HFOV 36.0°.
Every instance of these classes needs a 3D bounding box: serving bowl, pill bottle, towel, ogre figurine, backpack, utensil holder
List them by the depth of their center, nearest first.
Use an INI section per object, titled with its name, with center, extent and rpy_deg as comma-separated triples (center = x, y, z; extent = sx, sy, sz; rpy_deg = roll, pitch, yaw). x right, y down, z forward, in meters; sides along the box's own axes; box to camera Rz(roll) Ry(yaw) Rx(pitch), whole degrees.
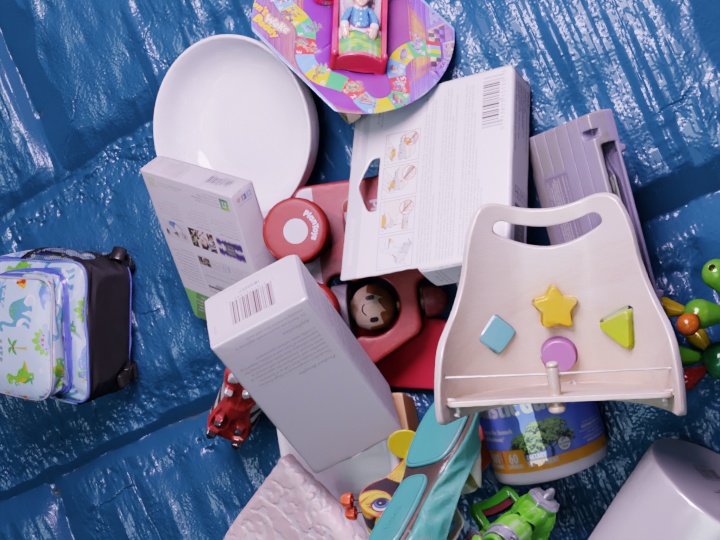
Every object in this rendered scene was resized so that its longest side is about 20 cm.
[utensil holder]
center = 0.278, 0.276, 0.982
extent = 0.170, 0.170, 0.200
rpy_deg = 34, 111, 20
[ogre figurine]
center = 0.122, 0.260, 1.004
extent = 0.098, 0.120, 0.200
rpy_deg = 33, 147, 38
[pill bottle]
center = 0.155, 0.091, 1.050
extent = 0.112, 0.112, 0.201
rpy_deg = -16, 91, 29
[towel]
center = -0.058, 0.322, 1.155
extent = 0.200, 0.032, 0.191
rpy_deg = 44, 116, 14
[serving bowl]
center = -0.123, -0.149, 1.188
extent = 0.200, 0.066, 0.201
rpy_deg = 5, 100, 28
[backpack]
center = -0.385, 0.063, 1.317
extent = 0.199, 0.147, 0.184
rpy_deg = 3, 97, 31

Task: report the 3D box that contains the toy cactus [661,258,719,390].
[toy cactus]
center = 0.355, 0.058, 0.957
extent = 0.200, 0.102, 0.165
rpy_deg = -36, 90, 19

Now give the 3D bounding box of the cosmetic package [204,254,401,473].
[cosmetic package]
center = -0.051, 0.091, 1.039
extent = 0.101, 0.074, 0.200
rpy_deg = -26, 128, 8

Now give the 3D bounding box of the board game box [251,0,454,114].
[board game box]
center = -0.006, -0.244, 1.064
extent = 0.200, 0.158, 0.039
rpy_deg = 45, 159, 13

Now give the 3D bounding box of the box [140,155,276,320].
[box]
center = -0.147, -0.018, 1.173
extent = 0.144, 0.036, 0.200
rpy_deg = 19, 135, 38

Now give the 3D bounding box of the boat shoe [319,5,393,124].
[boat shoe]
center = -0.034, -0.239, 1.127
extent = 0.068, 0.075, 0.200
rpy_deg = -32, 69, -3

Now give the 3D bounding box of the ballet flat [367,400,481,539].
[ballet flat]
center = 0.069, 0.192, 0.985
extent = 0.067, 0.200, 0.070
rpy_deg = -17, 122, 44

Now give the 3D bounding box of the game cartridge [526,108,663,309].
[game cartridge]
center = 0.211, -0.036, 1.003
extent = 0.038, 0.130, 0.201
rpy_deg = -15, 91, -13

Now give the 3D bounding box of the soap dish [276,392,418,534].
[soap dish]
center = 0.000, 0.227, 1.172
extent = 0.157, 0.081, 0.201
rpy_deg = -8, 94, 29

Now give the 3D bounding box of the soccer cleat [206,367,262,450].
[soccer cleat]
center = -0.114, 0.115, 1.185
extent = 0.068, 0.085, 0.200
rpy_deg = 24, 139, -7

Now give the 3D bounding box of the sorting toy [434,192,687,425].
[sorting toy]
center = 0.162, 0.029, 0.929
extent = 0.199, 0.107, 0.181
rpy_deg = -4, 94, 14

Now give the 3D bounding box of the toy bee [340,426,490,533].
[toy bee]
center = 0.040, 0.211, 1.055
extent = 0.108, 0.200, 0.131
rpy_deg = 7, 106, 30

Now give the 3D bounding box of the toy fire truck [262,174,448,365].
[toy fire truck]
center = 0.000, 0.000, 1.121
extent = 0.167, 0.112, 0.201
rpy_deg = -9, 84, 10

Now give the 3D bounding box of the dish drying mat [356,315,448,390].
[dish drying mat]
center = 0.007, 0.084, 1.182
extent = 0.199, 0.018, 0.077
rpy_deg = 2, 98, 27

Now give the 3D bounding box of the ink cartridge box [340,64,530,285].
[ink cartridge box]
center = 0.072, -0.083, 1.054
extent = 0.173, 0.044, 0.201
rpy_deg = -10, 63, 31
